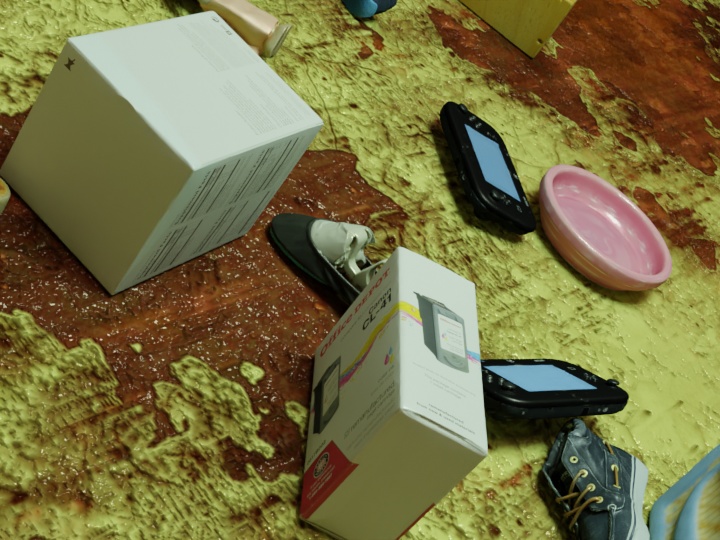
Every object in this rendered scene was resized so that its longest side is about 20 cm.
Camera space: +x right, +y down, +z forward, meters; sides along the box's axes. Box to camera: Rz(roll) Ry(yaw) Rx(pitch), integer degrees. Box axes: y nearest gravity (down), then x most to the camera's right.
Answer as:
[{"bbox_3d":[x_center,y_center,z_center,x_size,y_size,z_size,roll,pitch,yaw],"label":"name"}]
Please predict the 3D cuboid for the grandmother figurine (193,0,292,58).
[{"bbox_3d":[-0.176,-0.316,1.402,0.199,0.061,0.121,33,5,-3],"label":"grandmother figurine"}]

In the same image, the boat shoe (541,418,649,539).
[{"bbox_3d":[0.206,0.214,1.113,0.091,0.071,0.200,35,25,-2],"label":"boat shoe"}]

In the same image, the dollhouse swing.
[{"bbox_3d":[0.250,-0.467,1.917,0.200,0.182,0.176,39,52,2],"label":"dollhouse swing"}]

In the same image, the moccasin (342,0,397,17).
[{"bbox_3d":[-0.017,-0.426,1.682,0.068,0.080,0.201,-14,71,-35],"label":"moccasin"}]

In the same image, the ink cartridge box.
[{"bbox_3d":[0.025,0.103,0.991,0.085,0.148,0.201,27,33,-19],"label":"ink cartridge box"}]

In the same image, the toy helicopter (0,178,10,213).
[{"bbox_3d":[-0.351,-0.068,0.920,0.132,0.079,0.199,43,20,23],"label":"toy helicopter"}]

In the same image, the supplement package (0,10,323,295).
[{"bbox_3d":[-0.168,-0.107,1.055,0.152,0.151,0.200,45,32,10],"label":"supplement package"}]

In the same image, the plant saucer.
[{"bbox_3d":[0.299,-0.046,1.540,0.199,0.051,0.201,27,33,-19],"label":"plant saucer"}]

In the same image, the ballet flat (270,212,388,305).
[{"bbox_3d":[0.000,0.000,1.167,0.200,0.069,0.068,45,33,10],"label":"ballet flat"}]

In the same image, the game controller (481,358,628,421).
[{"bbox_3d":[0.175,0.113,1.205,0.199,0.042,0.104,4,25,-43],"label":"game controller"}]

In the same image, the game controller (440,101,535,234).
[{"bbox_3d":[0.154,-0.126,1.488,0.104,0.042,0.201,18,38,-29],"label":"game controller"}]

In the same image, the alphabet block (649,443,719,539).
[{"bbox_3d":[0.396,0.272,1.106,0.199,0.197,0.196,35,34,-6],"label":"alphabet block"}]
